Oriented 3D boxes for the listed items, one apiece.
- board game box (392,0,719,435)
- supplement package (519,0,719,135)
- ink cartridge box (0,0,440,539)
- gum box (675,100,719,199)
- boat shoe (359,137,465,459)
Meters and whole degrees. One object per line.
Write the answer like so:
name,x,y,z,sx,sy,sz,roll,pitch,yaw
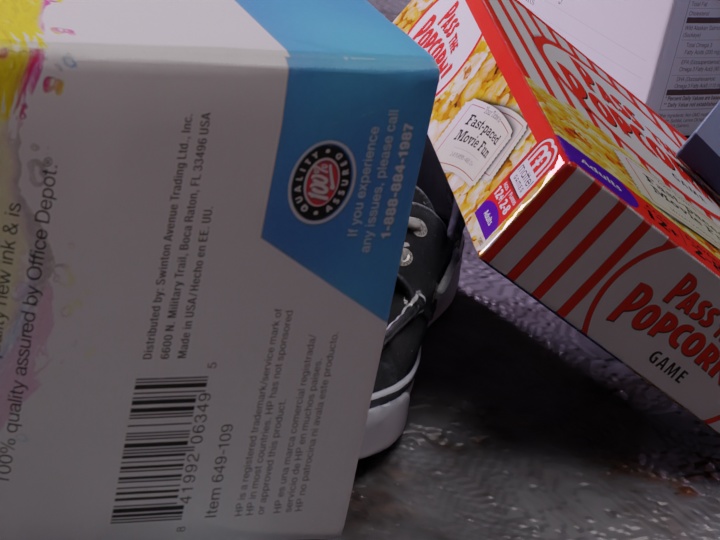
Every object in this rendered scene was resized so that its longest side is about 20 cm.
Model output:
board game box,0.092,-0.023,0.878,0.151,0.046,0.200,36,16,-24
supplement package,0.165,-0.186,1.156,0.150,0.200,0.152,-5,29,-35
ink cartridge box,-0.109,-0.018,0.668,0.200,0.147,0.146,0,25,-27
gum box,0.237,-0.017,0.942,0.170,0.045,0.200,48,35,17
boat shoe,0.000,0.000,0.830,0.072,0.068,0.200,18,24,11
